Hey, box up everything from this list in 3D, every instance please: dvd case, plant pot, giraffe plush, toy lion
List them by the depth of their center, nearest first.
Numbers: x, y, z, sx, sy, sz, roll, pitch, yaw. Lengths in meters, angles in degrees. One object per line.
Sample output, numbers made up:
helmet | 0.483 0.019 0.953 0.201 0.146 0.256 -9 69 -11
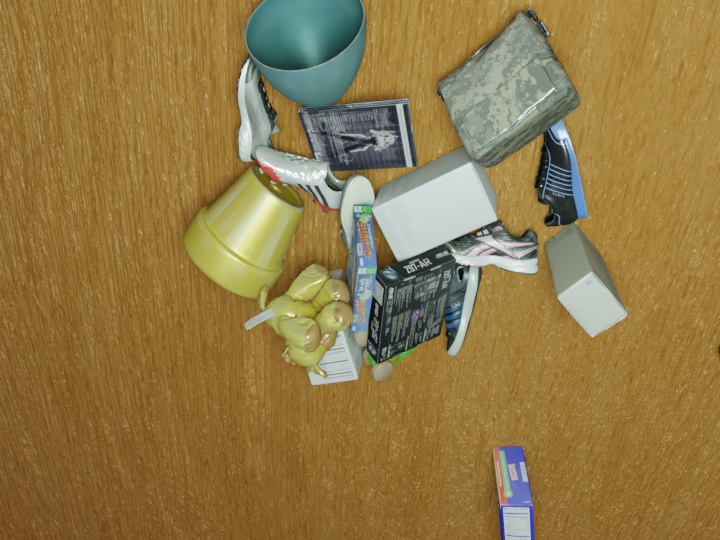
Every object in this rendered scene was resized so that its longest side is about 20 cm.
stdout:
plant pot | -0.078 -0.354 0.993 0.194 0.205 0.136 1 152 12
dvd case | -0.001 -0.239 1.078 0.194 0.016 0.150 -1 145 13
giraffe plush | -0.099 0.115 1.122 0.194 0.175 0.164 -17 135 2
plant pot | -0.208 -0.085 1.149 0.199 0.201 0.190 37 106 -8
toy lion | 0.074 0.107 1.222 0.189 0.069 0.202 -31 133 -6

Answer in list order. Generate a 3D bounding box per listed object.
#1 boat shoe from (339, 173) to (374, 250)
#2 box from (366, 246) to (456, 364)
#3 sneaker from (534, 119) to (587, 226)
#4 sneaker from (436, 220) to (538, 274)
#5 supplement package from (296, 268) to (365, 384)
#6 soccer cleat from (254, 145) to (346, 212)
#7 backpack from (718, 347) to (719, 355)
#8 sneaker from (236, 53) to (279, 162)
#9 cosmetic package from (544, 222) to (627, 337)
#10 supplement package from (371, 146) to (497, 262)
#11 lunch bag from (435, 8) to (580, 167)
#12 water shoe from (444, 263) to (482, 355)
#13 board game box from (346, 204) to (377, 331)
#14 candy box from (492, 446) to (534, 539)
boat shoe | -0.017 -0.112 1.118 0.072 0.062 0.202 -29 150 -16
box | 0.093 0.067 1.124 0.157 0.044 0.204 -21 136 -25
sneaker | 0.338 -0.169 1.045 0.076 0.071 0.204 -17 112 14
sneaker | 0.243 -0.053 1.134 0.194 0.080 0.089 8 100 6
supplement package | -0.070 0.120 1.257 0.106 0.114 0.205 -9 113 16
soccer cleat | -0.103 -0.184 1.117 0.197 0.070 0.085 31 132 -24
backpack | 0.764 0.177 1.090 0.198 0.167 0.128 38 99 -5
sneaker | -0.187 -0.299 1.102 0.077 0.075 0.205 4 124 0
cosmetic package | 0.389 0.010 1.049 0.073 0.201 0.104 -38 104 26
supplement package | 0.136 -0.123 1.086 0.196 0.118 0.119 -23 110 23
lunch bag | 0.233 -0.293 0.966 0.198 0.138 0.171 -35 76 26
water shoe | 0.189 0.072 1.208 0.077 0.072 0.205 16 113 14
board game box | 0.000 0.000 1.091 0.033 0.138 0.202 -1 143 -6
candy box | 0.345 0.532 1.343 0.075 0.170 0.205 -4 115 10
